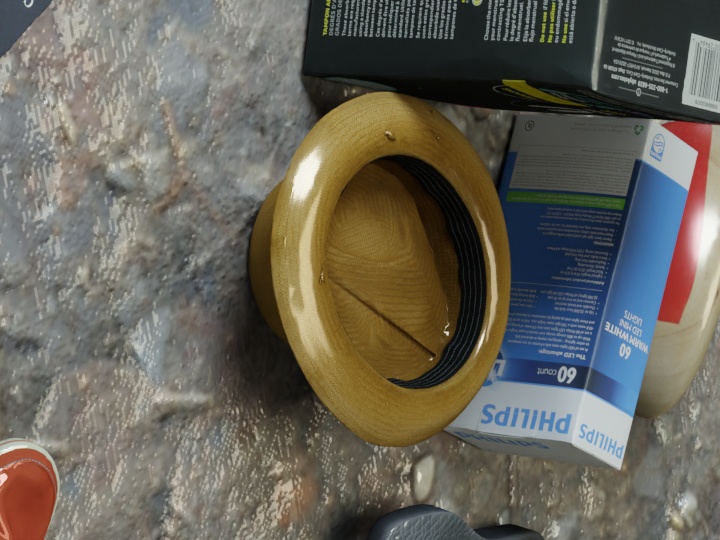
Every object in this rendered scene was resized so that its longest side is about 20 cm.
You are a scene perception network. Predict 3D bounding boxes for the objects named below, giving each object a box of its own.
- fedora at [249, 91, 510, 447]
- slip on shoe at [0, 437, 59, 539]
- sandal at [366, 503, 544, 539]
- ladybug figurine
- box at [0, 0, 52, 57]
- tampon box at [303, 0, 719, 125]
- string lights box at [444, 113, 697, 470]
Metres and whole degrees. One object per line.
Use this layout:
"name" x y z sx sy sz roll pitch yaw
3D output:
"fedora" 0.000 0.000 1.624 0.200 0.082 0.202 -2 93 -47
"slip on shoe" -0.192 0.172 1.418 0.074 0.061 0.201 50 55 -40
"sandal" 0.048 0.179 1.747 0.200 0.043 0.076 20 85 -61
"ladybug figurine" 0.182 -0.009 1.834 0.072 0.136 0.201 17 69 -13
"box" -0.226 -0.180 1.297 0.182 0.104 0.201 -53 132 -35
"tampon box" 0.094 -0.154 1.628 0.150 0.199 0.127 8 89 -50
"string lights box" 0.124 0.011 1.764 0.059 0.102 0.201 28 73 -48
